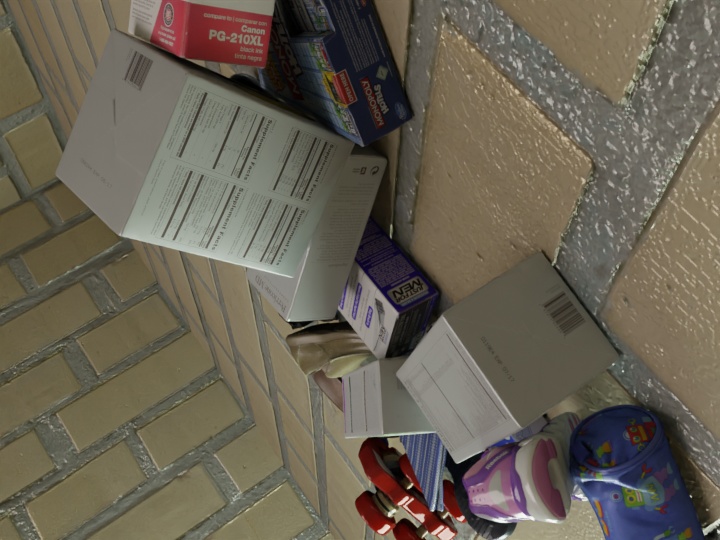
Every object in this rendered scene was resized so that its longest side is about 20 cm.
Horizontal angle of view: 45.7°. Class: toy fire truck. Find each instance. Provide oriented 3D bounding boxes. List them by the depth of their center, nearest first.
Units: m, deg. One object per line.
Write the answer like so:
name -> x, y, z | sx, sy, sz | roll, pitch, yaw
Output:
toy fire truck -> 0.065, 0.320, 1.274 | 0.200, 0.112, 0.168 | 43, -175, -25

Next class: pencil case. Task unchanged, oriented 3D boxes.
pencil case -> 0.238, 0.213, 0.719 | 0.078, 0.087, 0.201 | -123, 8, -72

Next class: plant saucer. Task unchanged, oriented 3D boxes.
plant saucer -> -0.011, 0.187, 1.283 | 0.200, 0.037, 0.200 | 42, -178, -2

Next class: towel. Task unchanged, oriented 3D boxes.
towel -> 0.074, 0.171, 1.029 | 0.200, 0.024, 0.145 | -116, 27, -62

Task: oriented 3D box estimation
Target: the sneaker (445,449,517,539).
sneaker -> 0.147, 0.241, 0.998 | 0.082, 0.070, 0.200 | 32, -164, -29

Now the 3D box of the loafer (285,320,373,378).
loafer -> -0.015, 0.100, 1.110 | 0.200, 0.076, 0.068 | -9, 101, 48

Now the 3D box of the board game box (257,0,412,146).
board game box -> -0.055, -0.230, 0.814 | 0.200, 0.062, 0.201 | 25, 142, 58

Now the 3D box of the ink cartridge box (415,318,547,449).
ink cartridge box -> 0.141, 0.140, 0.921 | 0.200, 0.044, 0.094 | 54, 163, 11

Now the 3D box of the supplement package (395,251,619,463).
supplement package -> 0.122, 0.087, 0.776 | 0.114, 0.109, 0.200 | 56, 161, 12

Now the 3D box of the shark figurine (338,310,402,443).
shark figurine -> 0.006, 0.132, 1.194 | 0.215, 0.089, 0.128 | 59, 165, -4

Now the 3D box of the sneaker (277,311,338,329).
sneaker -> -0.072, 0.042, 1.197 | 0.200, 0.082, 0.071 | 15, -119, -81

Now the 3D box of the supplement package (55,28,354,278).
supplement package -> -0.145, -0.106, 0.808 | 0.200, 0.151, 0.152 | 15, -165, -46

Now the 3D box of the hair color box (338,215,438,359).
hair color box -> 0.000, 0.000, 1.010 | 0.200, 0.065, 0.110 | 52, 151, 26

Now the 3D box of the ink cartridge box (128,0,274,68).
ink cartridge box -> -0.132, -0.292, 0.741 | 0.145, 0.084, 0.201 | 35, 119, 51

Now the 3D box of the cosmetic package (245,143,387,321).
cosmetic package -> -0.052, -0.054, 0.929 | 0.102, 0.074, 0.201 | 41, 122, 41

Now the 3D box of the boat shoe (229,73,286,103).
boat shoe -> -0.110, -0.178, 1.025 | 0.200, 0.073, 0.062 | 47, 164, 45

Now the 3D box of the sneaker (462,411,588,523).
sneaker -> 0.150, 0.178, 0.755 | 0.200, 0.088, 0.081 | 6, -115, -61

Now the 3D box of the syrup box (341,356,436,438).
syrup box -> 0.036, 0.146, 0.965 | 0.200, 0.078, 0.082 | 138, 129, -74
